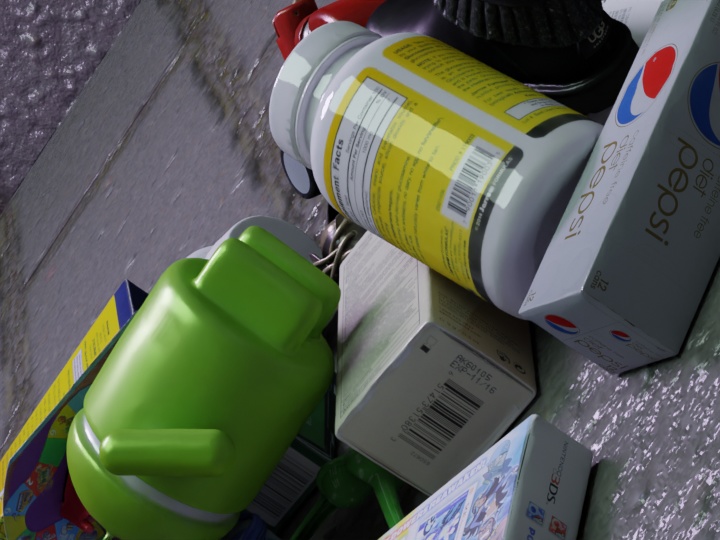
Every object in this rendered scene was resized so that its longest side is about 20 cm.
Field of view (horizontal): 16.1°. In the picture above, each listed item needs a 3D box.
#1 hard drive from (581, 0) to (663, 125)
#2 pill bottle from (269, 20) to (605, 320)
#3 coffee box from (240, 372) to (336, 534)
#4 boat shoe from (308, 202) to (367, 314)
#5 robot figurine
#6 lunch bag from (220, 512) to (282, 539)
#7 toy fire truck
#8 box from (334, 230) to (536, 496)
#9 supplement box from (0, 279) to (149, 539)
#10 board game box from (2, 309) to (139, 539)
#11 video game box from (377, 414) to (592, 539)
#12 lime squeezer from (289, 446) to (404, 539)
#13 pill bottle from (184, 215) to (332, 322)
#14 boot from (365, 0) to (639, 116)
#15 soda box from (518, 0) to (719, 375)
[{"bbox_3d":[0.109,-0.124,1.503,0.199,0.027,0.133,-10,44,34],"label":"hard drive"},{"bbox_3d":[0.046,-0.062,1.398,0.199,0.112,0.113,32,88,36],"label":"pill bottle"},{"bbox_3d":[-0.089,0.156,1.688,0.200,0.044,0.123,-51,17,23],"label":"coffee box"},{"bbox_3d":[0.000,0.000,1.664,0.075,0.073,0.200,-52,16,19],"label":"boat shoe"},{"bbox_3d":[-0.093,0.075,1.457,0.201,0.115,0.175,-56,-5,16],"label":"robot figurine"},{"bbox_3d":[-0.105,0.238,1.514,0.200,0.082,0.161,-35,23,53],"label":"lunch bag"},{"bbox_3d":[-0.004,-0.174,1.787,0.128,0.201,0.176,-25,3,-23],"label":"toy fire truck"},{"bbox_3d":[0.041,0.032,1.464,0.095,0.077,0.200,-50,17,23],"label":"box"},{"bbox_3d":[-0.165,0.127,1.689,0.201,0.108,0.110,-55,15,8],"label":"supplement box"},{"bbox_3d":[-0.128,0.119,1.557,0.039,0.158,0.200,28,72,39],"label":"board game box"},{"bbox_3d":[0.028,0.191,1.252,0.200,0.047,0.183,-43,23,42],"label":"video game box"},{"bbox_3d":[-0.001,0.138,1.492,0.200,0.037,0.071,160,110,-65],"label":"lime squeezer"},{"bbox_3d":[-0.107,0.054,1.817,0.200,0.113,0.114,-43,20,41],"label":"pill bottle"},{"bbox_3d":[0.054,-0.170,1.442,0.210,0.158,0.080,6,53,45],"label":"boot"},{"bbox_3d":[0.157,-0.051,1.294,0.068,0.063,0.201,-24,37,63],"label":"soda box"}]
